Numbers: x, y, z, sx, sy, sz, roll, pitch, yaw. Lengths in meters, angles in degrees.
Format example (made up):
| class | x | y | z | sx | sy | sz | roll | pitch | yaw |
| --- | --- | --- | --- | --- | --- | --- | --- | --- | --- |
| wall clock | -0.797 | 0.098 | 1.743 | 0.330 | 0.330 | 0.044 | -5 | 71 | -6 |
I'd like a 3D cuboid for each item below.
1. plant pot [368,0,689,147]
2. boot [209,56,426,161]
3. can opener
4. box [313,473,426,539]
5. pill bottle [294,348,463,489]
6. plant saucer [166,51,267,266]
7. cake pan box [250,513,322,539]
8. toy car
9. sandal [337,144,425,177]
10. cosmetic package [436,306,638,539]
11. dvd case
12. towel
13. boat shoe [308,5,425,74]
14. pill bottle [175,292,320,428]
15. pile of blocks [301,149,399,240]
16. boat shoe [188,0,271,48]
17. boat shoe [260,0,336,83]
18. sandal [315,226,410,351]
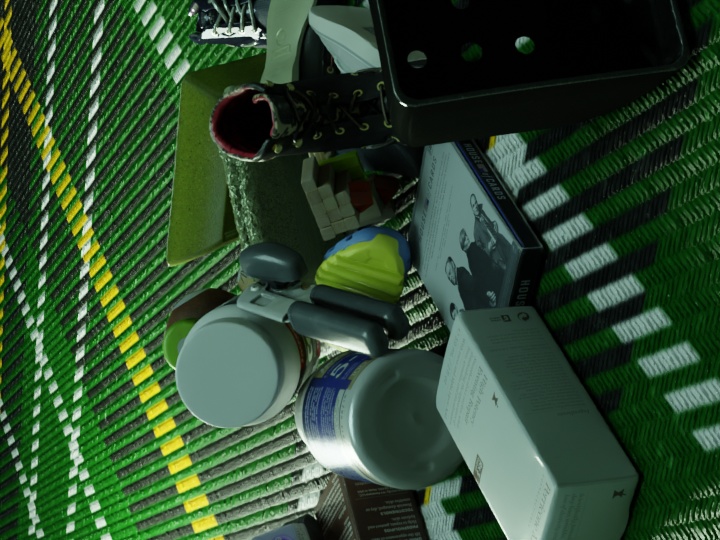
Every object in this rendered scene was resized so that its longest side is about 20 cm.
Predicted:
| class | x | y | z | sx | sy | sz | roll | pitch | yaw |
| --- | --- | --- | --- | --- | --- | --- | --- | --- | --- |
| plant pot | 0.090 | -0.186 | 1.314 | 0.178 | 0.198 | 0.201 | 113 | 147 | -71 |
| boot | -0.017 | -0.132 | 1.555 | 0.199 | 0.150 | 0.074 | 2 | 99 | 51 |
| can opener | -0.042 | 0.022 | 1.645 | 0.199 | 0.053 | 0.067 | 14 | 134 | 49 |
| box | 0.022 | 0.286 | 1.759 | 0.100 | 0.074 | 0.201 | 116 | 145 | -54 |
| pill bottle | 0.013 | 0.129 | 1.676 | 0.200 | 0.119 | 0.121 | 174 | 91 | -69 |
| plant saucer | -0.121 | -0.114 | 1.944 | 0.048 | 0.200 | 0.201 | 15 | 110 | 24 |
| cake pan box | -0.037 | 0.336 | 1.803 | 0.184 | 0.052 | 0.201 | 46 | -156 | -76 |
| toy car | -0.104 | 0.016 | 1.951 | 0.164 | 0.157 | 0.201 | -44 | -26 | -84 |
| sandal | 0.012 | -0.126 | 1.723 | 0.076 | 0.043 | 0.200 | 51 | 166 | -32 |
| cosmetic package | 0.130 | 0.128 | 1.432 | 0.200 | 0.073 | 0.102 | -117 | 29 | -48 |
| dvd case | 0.090 | -0.018 | 1.569 | 0.200 | 0.025 | 0.151 | -117 | 29 | -47 |
| towel | -0.074 | -0.078 | 1.849 | 0.036 | 0.148 | 0.201 | -23 | 70 | 36 |
| boat shoe | 0.008 | -0.189 | 1.703 | 0.200 | 0.072 | 0.069 | 37 | 127 | 51 |
| pill bottle | -0.105 | 0.083 | 1.770 | 0.200 | 0.113 | 0.115 | -41 | -51 | -81 |
| pile of blocks | -0.003 | -0.079 | 1.674 | 0.200 | 0.062 | 0.083 | -27 | -80 | -80 |
| boat shoe | -0.119 | -0.264 | 1.976 | 0.200 | 0.092 | 0.075 | 175 | 90 | -70 |
| boat shoe | -0.052 | -0.222 | 1.840 | 0.073 | 0.063 | 0.203 | -5 | 74 | 53 |
| sandal | 0.000 | 0.000 | 1.726 | 0.087 | 0.079 | 0.200 | -66 | 7 | -26 |
